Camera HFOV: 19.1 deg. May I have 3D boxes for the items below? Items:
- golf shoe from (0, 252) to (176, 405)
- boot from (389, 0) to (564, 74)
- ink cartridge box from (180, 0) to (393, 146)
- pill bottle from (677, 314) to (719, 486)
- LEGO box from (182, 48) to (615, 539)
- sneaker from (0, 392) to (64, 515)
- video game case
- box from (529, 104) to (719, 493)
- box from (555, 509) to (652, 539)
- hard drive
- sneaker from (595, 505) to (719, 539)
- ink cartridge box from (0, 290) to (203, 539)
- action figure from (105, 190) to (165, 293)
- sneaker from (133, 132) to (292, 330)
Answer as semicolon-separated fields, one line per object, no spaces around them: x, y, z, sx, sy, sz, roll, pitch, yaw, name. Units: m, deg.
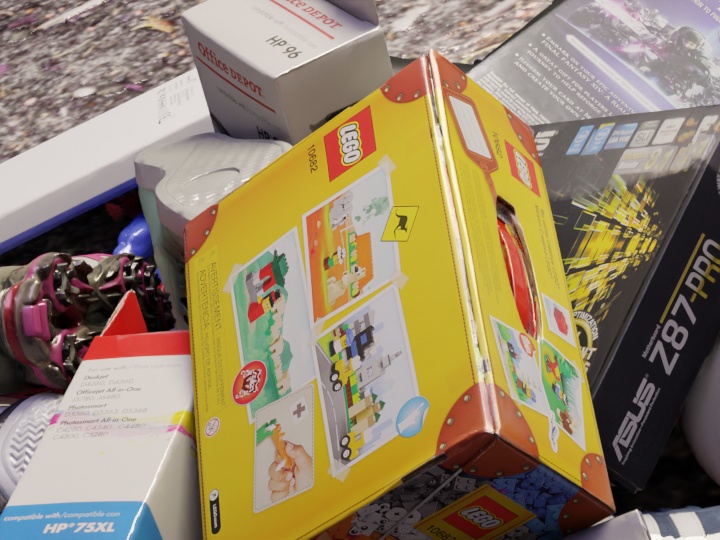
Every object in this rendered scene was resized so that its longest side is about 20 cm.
-0.150;0.029;1.019;0.091;0.073;0.200;-8;-9;16;golf shoe
0.080;-0.114;1.249;0.198;0.074;0.162;25;51;37;boot
-0.030;-0.079;1.117;0.068;0.201;0.116;-26;33;-19;ink cartridge box
0.180;0.008;0.975;0.112;0.114;0.200;-14;30;1;pill bottle
0.008;0.034;0.874;0.149;0.077;0.201;-33;44;27;LEGO box
-0.190;0.143;0.917;0.114;0.075;0.201;0;57;20;sneaker
0.151;-0.092;1.162;0.143;0.019;0.200;43;58;17;video game case
0.089;0.010;0.948;0.162;0.049;0.200;-60;23;-13;box
0.035;0.185;0.768;0.199;0.036;0.144;-22;51;4;box
-0.147;-0.069;1.260;0.199;0.025;0.132;-26;18;3;hard drive
0.122;0.121;0.862;0.199;0.075;0.085;20;45;29;sneaker
-0.088;0.106;0.928;0.067;0.117;0.200;-4;33;18;ink cartridge box
-0.111;-0.029;1.223;0.065;0.052;0.200;-8;30;20;action figure
-0.060;-0.001;1.073;0.073;0.119;0.200;-18;13;-10;sneaker
